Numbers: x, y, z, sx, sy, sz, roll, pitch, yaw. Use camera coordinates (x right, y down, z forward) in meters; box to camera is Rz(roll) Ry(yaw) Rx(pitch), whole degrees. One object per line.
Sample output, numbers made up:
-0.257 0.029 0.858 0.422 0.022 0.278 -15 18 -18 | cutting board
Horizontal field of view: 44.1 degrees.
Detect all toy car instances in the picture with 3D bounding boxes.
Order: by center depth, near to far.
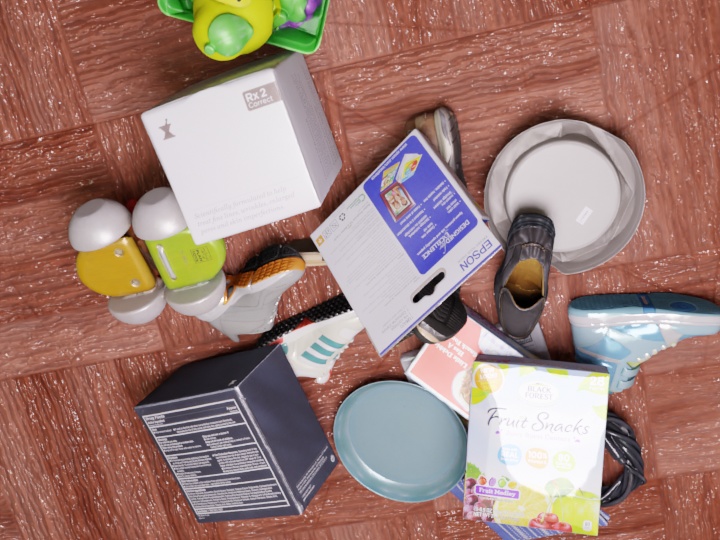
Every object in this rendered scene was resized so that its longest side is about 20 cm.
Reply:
-0.265 -0.037 1.159 0.198 0.150 0.176 -9 126 13 | toy car

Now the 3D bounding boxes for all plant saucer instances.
0.059 0.240 1.270 0.198 0.027 0.202 6 114 14 | plant saucer

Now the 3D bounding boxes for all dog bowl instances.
0.256 -0.098 1.131 0.198 0.059 0.202 2 110 5 | dog bowl

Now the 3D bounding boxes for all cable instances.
0.306 0.257 1.241 0.198 0.051 0.164 17 109 1 | cable

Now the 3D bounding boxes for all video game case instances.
0.179 0.171 1.252 0.199 0.023 0.183 -19 106 11 | video game case

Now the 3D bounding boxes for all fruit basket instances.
-0.134 -0.325 1.016 0.214 0.216 0.157 15 110 0 | fruit basket

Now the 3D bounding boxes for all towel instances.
0.229 0.321 1.242 0.145 0.024 0.200 43 140 -15 | towel

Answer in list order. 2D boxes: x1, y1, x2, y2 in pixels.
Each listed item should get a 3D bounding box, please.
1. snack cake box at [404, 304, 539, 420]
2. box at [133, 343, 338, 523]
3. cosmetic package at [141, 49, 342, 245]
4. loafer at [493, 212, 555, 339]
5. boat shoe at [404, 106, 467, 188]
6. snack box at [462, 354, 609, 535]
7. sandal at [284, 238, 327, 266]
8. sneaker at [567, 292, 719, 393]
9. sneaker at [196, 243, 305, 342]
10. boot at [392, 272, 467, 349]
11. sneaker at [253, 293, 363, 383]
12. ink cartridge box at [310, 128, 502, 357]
0.173 0.145 1.180 0.199 0.067 0.115 36 100 8 | snack cake box
-0.168 0.226 1.224 0.199 0.123 0.200 -14 109 33 | box
-0.133 -0.156 1.072 0.164 0.200 0.166 -16 108 13 | cosmetic package
0.202 0.024 1.122 0.072 0.073 0.201 6 135 11 | loafer
0.097 -0.103 1.132 0.071 0.076 0.202 -7 89 17 | boat shoe
0.217 0.214 1.108 0.167 0.068 0.202 3 92 12 | snack box
0.001 -0.002 1.185 0.210 0.078 0.070 0 114 14 | sandal
0.377 0.101 1.180 0.198 0.080 0.132 0 108 16 | sneaker
-0.132 0.035 1.200 0.199 0.076 0.092 -26 120 38 | sneaker
0.065 0.072 1.136 0.077 0.200 0.138 41 112 -6 | boot
-0.046 0.100 1.227 0.199 0.070 0.094 -24 108 18 | sneaker
0.054 -0.032 1.065 0.198 0.047 0.201 -43 60 19 | ink cartridge box
